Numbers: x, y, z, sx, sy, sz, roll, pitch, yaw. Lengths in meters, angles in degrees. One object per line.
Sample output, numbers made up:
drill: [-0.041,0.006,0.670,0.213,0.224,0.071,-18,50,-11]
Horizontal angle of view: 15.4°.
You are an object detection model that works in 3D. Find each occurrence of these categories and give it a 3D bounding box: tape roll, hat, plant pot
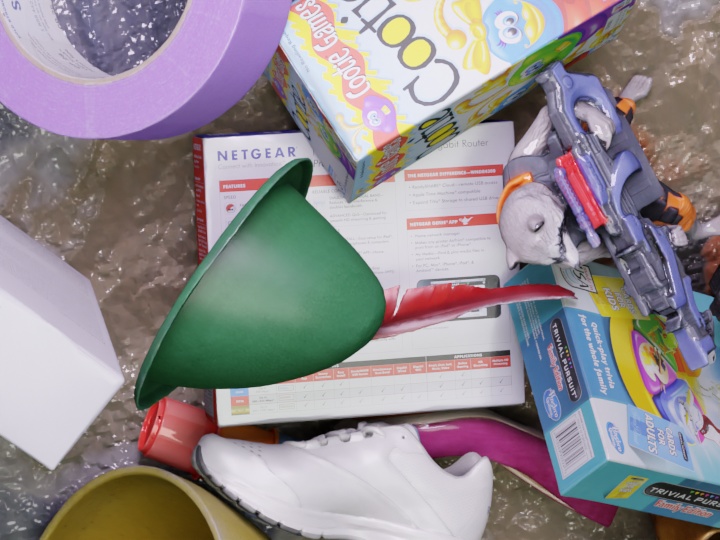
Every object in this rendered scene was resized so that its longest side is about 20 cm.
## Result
tape roll: [-0.139,-0.176,1.531,0.199,0.066,0.201,1,93,25]
hat: [-0.005,0.044,1.528,0.176,0.166,0.200,35,91,7]
plant pot: [-0.103,0.233,1.663,0.142,0.200,0.201,19,103,-45]

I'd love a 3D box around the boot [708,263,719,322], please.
boot: [0.272,-0.024,1.651,0.070,0.200,0.132,25,102,-9]

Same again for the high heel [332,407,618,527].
high heel: [0.079,0.130,1.719,0.199,0.067,0.097,-3,103,-11]

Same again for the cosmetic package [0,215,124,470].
cosmetic package: [-0.207,0.032,1.561,0.101,0.200,0.071,37,95,-18]

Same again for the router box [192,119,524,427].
router box: [0.000,0.000,1.658,0.199,0.049,0.181,-3,95,-11]

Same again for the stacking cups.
stacking cups: [-0.044,0.134,1.697,0.199,0.061,0.061,19,101,-16]

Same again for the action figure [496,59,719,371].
action figure: [0.153,-0.027,1.617,0.104,0.193,0.201,-27,84,39]

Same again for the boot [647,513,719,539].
boot: [0.261,0.222,1.743,0.071,0.144,0.201,-41,110,3]

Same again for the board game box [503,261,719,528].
board game box: [0.192,0.079,1.653,0.199,0.152,0.047,14,139,-38]

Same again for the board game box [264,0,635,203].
board game box: [0.052,-0.144,1.586,0.199,0.105,0.103,-31,81,-9]

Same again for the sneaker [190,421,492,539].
sneaker: [-0.009,0.129,1.650,0.199,0.074,0.088,17,90,-18]
